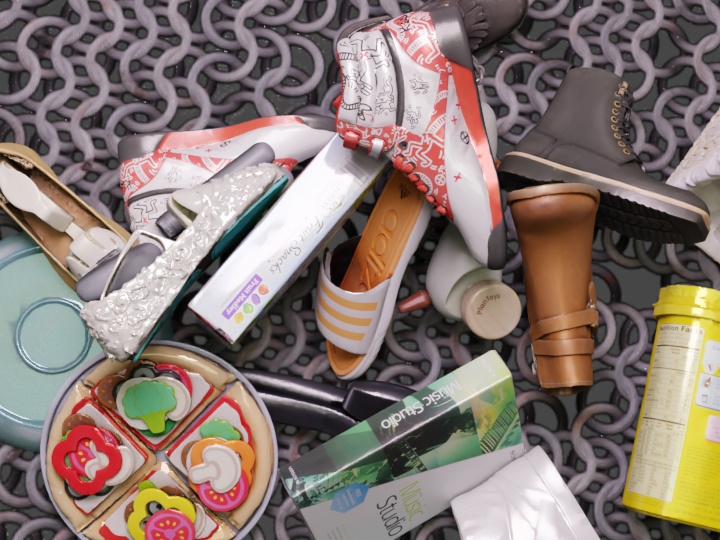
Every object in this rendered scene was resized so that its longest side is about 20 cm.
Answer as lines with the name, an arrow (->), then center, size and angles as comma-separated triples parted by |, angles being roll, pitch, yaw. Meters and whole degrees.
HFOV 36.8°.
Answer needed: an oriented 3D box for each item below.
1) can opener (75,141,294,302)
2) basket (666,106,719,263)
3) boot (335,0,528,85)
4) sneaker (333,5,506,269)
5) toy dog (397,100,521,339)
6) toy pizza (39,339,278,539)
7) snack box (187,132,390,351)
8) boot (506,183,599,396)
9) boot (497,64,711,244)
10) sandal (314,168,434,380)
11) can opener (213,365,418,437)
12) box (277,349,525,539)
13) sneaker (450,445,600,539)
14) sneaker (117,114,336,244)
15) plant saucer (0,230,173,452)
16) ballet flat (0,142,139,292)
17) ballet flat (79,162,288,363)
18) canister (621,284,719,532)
can opener -> -0.139, -0.029, 0.880 | 0.200, 0.066, 0.053 | -40, 105, -14
basket -> 0.398, -0.080, 0.936 | 0.198, 0.200, 0.161 | 35, 78, -1
boot -> 0.073, -0.185, 0.926 | 0.200, 0.174, 0.069 | -21, 116, -2
sneaker -> 0.043, -0.090, 0.821 | 0.108, 0.067, 0.202 | -13, 102, 6
toy dog -> 0.072, -0.036, 0.926 | 0.096, 0.132, 0.200 | -8, 84, -14
toy pizza -> -0.169, 0.158, 0.901 | 0.200, 0.032, 0.201 | 0, 99, 0
snack box -> -0.060, -0.025, 0.908 | 0.053, 0.142, 0.200 | 41, 80, 0
boot -> 0.161, 0.019, 0.899 | 0.077, 0.200, 0.156 | -1, 74, 7
boot -> 0.231, -0.111, 0.945 | 0.200, 0.077, 0.138 | 23, 74, 34
sandal -> -0.004, -0.005, 0.908 | 0.059, 0.079, 0.207 | 5, 117, -33
can opener -> -0.035, 0.116, 0.938 | 0.200, 0.063, 0.079 | 12, 108, 5
box -> 0.042, 0.162, 0.898 | 0.200, 0.144, 0.036 | -29, 51, -9
sneaker -> 0.150, 0.256, 0.891 | 0.115, 0.074, 0.200 | -29, 55, -3
sneaker -> -0.108, -0.072, 0.950 | 0.201, 0.067, 0.108 | -8, 84, -3
plant saucer -> -0.264, 0.057, 0.936 | 0.200, 0.027, 0.200 | 1, 82, -6
ballet flat -> -0.246, -0.030, 0.904 | 0.200, 0.063, 0.069 | 40, 88, 1
ballet flat -> -0.136, -0.020, 0.818 | 0.072, 0.072, 0.200 | 39, 73, 0
canister -> 0.319, 0.127, 0.957 | 0.148, 0.087, 0.200 | 14, 83, -4
